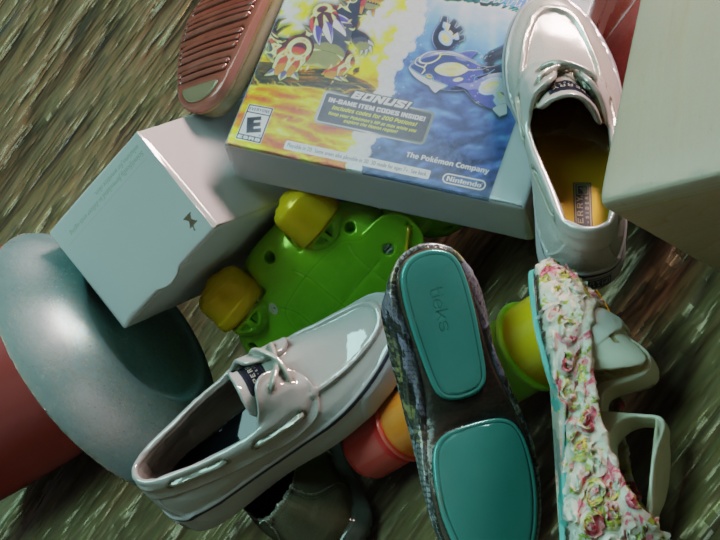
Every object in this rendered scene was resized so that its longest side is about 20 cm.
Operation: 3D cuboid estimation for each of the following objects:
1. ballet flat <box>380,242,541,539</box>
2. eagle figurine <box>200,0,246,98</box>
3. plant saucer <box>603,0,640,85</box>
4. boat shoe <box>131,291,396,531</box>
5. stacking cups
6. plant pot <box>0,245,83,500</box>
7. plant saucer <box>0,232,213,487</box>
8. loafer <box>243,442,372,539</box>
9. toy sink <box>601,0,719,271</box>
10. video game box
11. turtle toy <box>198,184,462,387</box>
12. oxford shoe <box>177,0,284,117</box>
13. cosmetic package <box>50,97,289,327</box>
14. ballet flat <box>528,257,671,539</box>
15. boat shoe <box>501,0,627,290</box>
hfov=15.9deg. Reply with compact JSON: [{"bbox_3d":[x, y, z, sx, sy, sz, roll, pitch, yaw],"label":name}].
[{"bbox_3d":[0.057,0.085,1.477,0.072,0.072,0.201,-22,77,47],"label":"ballet flat"},{"bbox_3d":[-0.011,-0.184,1.815,0.200,0.152,0.151,-17,30,53],"label":"eagle figurine"},{"bbox_3d":[0.203,-0.158,1.579,0.200,0.037,0.200,-52,27,7],"label":"plant saucer"},{"bbox_3d":[-0.055,0.077,1.577,0.200,0.066,0.072,-37,46,12],"label":"boat shoe"},{"bbox_3d":[0.062,0.065,1.544,0.200,0.060,0.061,-31,36,40],"label":"stacking cups"},{"bbox_3d":[-0.256,0.067,1.944,0.177,0.200,0.201,-19,45,36],"label":"plant pot"},{"bbox_3d":[-0.151,0.049,1.654,0.039,0.201,0.201,-37,33,24],"label":"plant saucer"},{"bbox_3d":[-0.052,0.122,1.657,0.075,0.070,0.200,-54,27,5],"label":"loafer"},{"bbox_3d":[0.228,-0.114,1.397,0.130,0.112,0.201,-14,57,50],"label":"toy sink"},{"bbox_3d":[0.039,-0.124,1.599,0.199,0.047,0.183,12,63,17],"label":"video game box"},{"bbox_3d":[0.000,0.000,1.653,0.200,0.146,0.101,-48,7,14],"label":"turtle toy"},{"bbox_3d":[-0.057,-0.169,1.673,0.071,0.074,0.201,-8,48,42],"label":"oxford shoe"},{"bbox_3d":[-0.094,-0.046,1.679,0.108,0.085,0.200,-45,-11,29],"label":"cosmetic package"},{"bbox_3d":[0.135,0.079,1.397,0.064,0.076,0.201,-16,59,18],"label":"ballet flat"},{"bbox_3d":[0.121,-0.089,1.495,0.070,0.070,0.201,90,179,-57],"label":"boat shoe"}]
